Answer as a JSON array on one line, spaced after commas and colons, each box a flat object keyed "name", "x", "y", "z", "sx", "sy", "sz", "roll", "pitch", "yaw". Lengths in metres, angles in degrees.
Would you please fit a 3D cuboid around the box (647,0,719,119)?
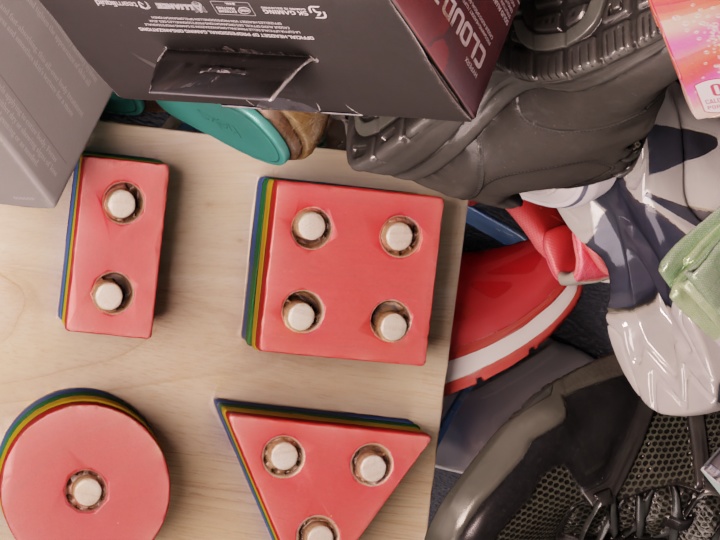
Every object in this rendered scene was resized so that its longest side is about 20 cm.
[{"name": "box", "x": 0.182, "y": -0.129, "z": 0.742, "sx": 0.199, "sy": 0.103, "sz": 0.095, "roll": -10, "pitch": 141, "yaw": 18}]

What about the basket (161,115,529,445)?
[{"name": "basket", "x": -0.029, "y": 0.009, "z": 1.198, "sx": 0.200, "sy": 0.177, "sz": 0.139, "roll": 35, "pitch": 153, "yaw": -3}]

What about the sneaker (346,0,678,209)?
[{"name": "sneaker", "x": 0.080, "y": -0.075, "z": 0.906, "sx": 0.091, "sy": 0.076, "sz": 0.200, "roll": 24, "pitch": 155, "yaw": -28}]

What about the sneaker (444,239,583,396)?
[{"name": "sneaker", "x": 0.000, "y": 0.000, "z": 1.095, "sx": 0.078, "sy": 0.199, "sz": 0.116, "roll": 17, "pitch": 129, "yaw": 63}]

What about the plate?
[{"name": "plate", "x": 0.015, "y": 0.050, "z": 1.311, "sx": 0.199, "sy": 0.032, "sz": 0.200, "roll": 13, "pitch": -164, "yaw": 22}]

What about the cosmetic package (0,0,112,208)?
[{"name": "cosmetic package", "x": -0.129, "y": -0.135, "z": 0.953, "sx": 0.090, "sy": 0.201, "sz": 0.107, "roll": 5, "pitch": 147, "yaw": 29}]

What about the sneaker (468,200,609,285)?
[{"name": "sneaker", "x": 0.118, "y": -0.020, "z": 1.119, "sx": 0.200, "sy": 0.087, "sz": 0.074, "roll": 32, "pitch": 155, "yaw": -23}]

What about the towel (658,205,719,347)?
[{"name": "towel", "x": 0.214, "y": 0.000, "z": 1.021, "sx": 0.023, "sy": 0.153, "sz": 0.200, "roll": 38, "pitch": 174, "yaw": 47}]

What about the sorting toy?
[{"name": "sorting toy", "x": -0.059, "y": 0.045, "z": 1.023, "sx": 0.199, "sy": 0.200, "sz": 0.070, "roll": 6, "pitch": -176, "yaw": -11}]

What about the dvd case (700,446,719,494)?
[{"name": "dvd case", "x": 0.239, "y": 0.047, "z": 1.035, "sx": 0.022, "sy": 0.200, "sz": 0.146, "roll": 39, "pitch": 174, "yaw": 45}]

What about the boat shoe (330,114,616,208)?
[{"name": "boat shoe", "x": 0.014, "y": -0.078, "z": 1.029, "sx": 0.200, "sy": 0.065, "sz": 0.074, "roll": 32, "pitch": 135, "yaw": 29}]

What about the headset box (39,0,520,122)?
[{"name": "headset box", "x": -0.012, "y": -0.138, "z": 0.842, "sx": 0.148, "sy": 0.201, "sz": 0.075, "roll": 7, "pitch": 152, "yaw": 33}]

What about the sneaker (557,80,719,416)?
[{"name": "sneaker", "x": 0.149, "y": -0.052, "z": 1.050, "sx": 0.079, "sy": 0.129, "sz": 0.200, "roll": -16, "pitch": 98, "yaw": 56}]

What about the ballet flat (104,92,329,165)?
[{"name": "ballet flat", "x": -0.079, "y": -0.098, "z": 1.012, "sx": 0.199, "sy": 0.072, "sz": 0.068, "roll": 18, "pitch": 152, "yaw": 41}]

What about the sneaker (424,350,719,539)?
[{"name": "sneaker", "x": 0.124, "y": 0.095, "z": 1.067, "sx": 0.114, "sy": 0.199, "sz": 0.076, "roll": 47, "pitch": 141, "yaw": 24}]
